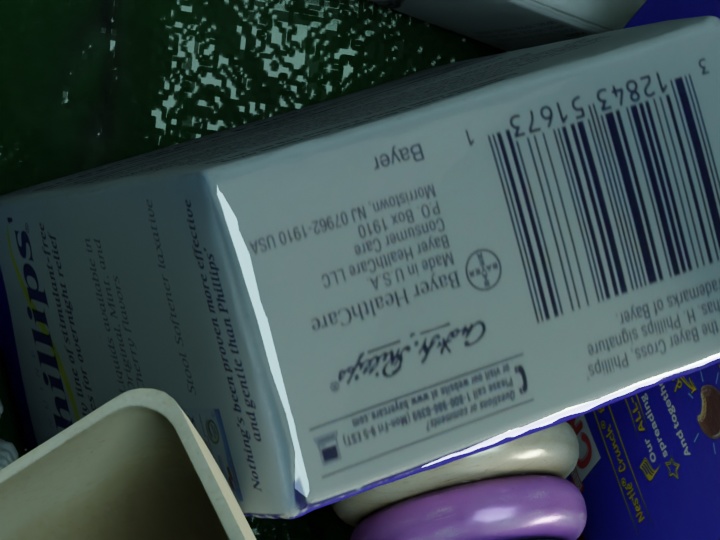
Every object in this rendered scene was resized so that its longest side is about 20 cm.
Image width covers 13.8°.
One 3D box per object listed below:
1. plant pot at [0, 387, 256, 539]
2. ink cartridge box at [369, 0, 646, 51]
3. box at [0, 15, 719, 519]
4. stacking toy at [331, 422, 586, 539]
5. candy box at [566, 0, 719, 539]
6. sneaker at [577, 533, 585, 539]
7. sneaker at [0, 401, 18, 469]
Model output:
[{"bbox_3d":[-0.070,0.186,0.831,0.199,0.177,0.201,-31,66,4],"label":"plant pot"},{"bbox_3d":[0.025,-0.167,1.025,0.199,0.085,0.147,18,81,-25],"label":"ink cartridge box"},{"bbox_3d":[0.000,0.000,0.943,0.183,0.200,0.106,-18,96,-27],"label":"box"},{"bbox_3d":[0.050,0.150,0.960,0.085,0.085,0.201,-5,73,-27],"label":"stacking toy"},{"bbox_3d":[0.129,-0.001,0.984,0.077,0.200,0.170,-5,67,-29],"label":"candy box"},{"bbox_3d":[0.031,0.154,1.031,0.112,0.071,0.201,28,79,-28],"label":"sneaker"},{"bbox_3d":[-0.142,0.077,0.944,0.081,0.075,0.201,-23,92,2],"label":"sneaker"}]
